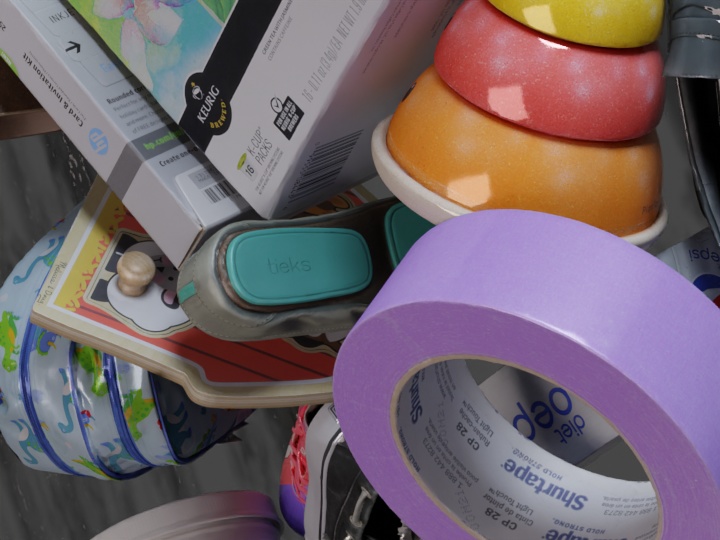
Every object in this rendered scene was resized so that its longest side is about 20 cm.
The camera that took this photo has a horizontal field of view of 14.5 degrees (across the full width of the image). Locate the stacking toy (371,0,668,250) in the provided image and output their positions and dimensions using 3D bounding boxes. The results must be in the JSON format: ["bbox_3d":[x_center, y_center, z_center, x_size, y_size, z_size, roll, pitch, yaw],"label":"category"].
[{"bbox_3d":[0.096,-0.116,1.307,0.146,0.146,0.200,31,118,31],"label":"stacking toy"}]

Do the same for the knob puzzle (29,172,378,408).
[{"bbox_3d":[-0.049,-0.006,1.462,0.220,0.219,0.031,42,138,22],"label":"knob puzzle"}]

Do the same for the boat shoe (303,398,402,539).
[{"bbox_3d":[0.016,0.131,1.508,0.068,0.073,0.200,54,161,26],"label":"boat shoe"}]

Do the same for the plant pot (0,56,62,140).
[{"bbox_3d":[-0.221,-0.176,1.572,0.187,0.187,0.201,-9,89,48],"label":"plant pot"}]

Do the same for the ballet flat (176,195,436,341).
[{"bbox_3d":[0.000,0.000,1.414,0.064,0.199,0.068,-31,66,56],"label":"ballet flat"}]

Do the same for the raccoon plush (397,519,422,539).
[{"bbox_3d":[0.049,0.188,1.424,0.097,0.134,0.200,19,141,20],"label":"raccoon plush"}]

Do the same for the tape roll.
[{"bbox_3d":[0.089,0.069,1.285,0.200,0.066,0.200,22,140,19],"label":"tape roll"}]

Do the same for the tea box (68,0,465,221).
[{"bbox_3d":[-0.030,-0.172,1.388,0.197,0.133,0.200,48,137,17],"label":"tea box"}]

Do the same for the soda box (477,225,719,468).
[{"bbox_3d":[0.117,0.055,1.408,0.064,0.068,0.200,57,139,8],"label":"soda box"}]

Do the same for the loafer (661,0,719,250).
[{"bbox_3d":[0.168,-0.104,1.267,0.068,0.070,0.201,5,113,46],"label":"loafer"}]

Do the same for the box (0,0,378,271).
[{"bbox_3d":[-0.095,-0.108,1.473,0.200,0.156,0.041,50,137,14],"label":"box"}]

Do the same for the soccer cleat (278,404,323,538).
[{"bbox_3d":[-0.014,0.090,1.556,0.068,0.073,0.200,47,138,16],"label":"soccer cleat"}]

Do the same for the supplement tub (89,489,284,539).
[{"bbox_3d":[-0.078,0.240,1.598,0.140,0.140,0.200,-44,59,48],"label":"supplement tub"}]

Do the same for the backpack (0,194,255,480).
[{"bbox_3d":[-0.117,0.030,1.534,0.154,0.200,0.164,18,123,40],"label":"backpack"}]
